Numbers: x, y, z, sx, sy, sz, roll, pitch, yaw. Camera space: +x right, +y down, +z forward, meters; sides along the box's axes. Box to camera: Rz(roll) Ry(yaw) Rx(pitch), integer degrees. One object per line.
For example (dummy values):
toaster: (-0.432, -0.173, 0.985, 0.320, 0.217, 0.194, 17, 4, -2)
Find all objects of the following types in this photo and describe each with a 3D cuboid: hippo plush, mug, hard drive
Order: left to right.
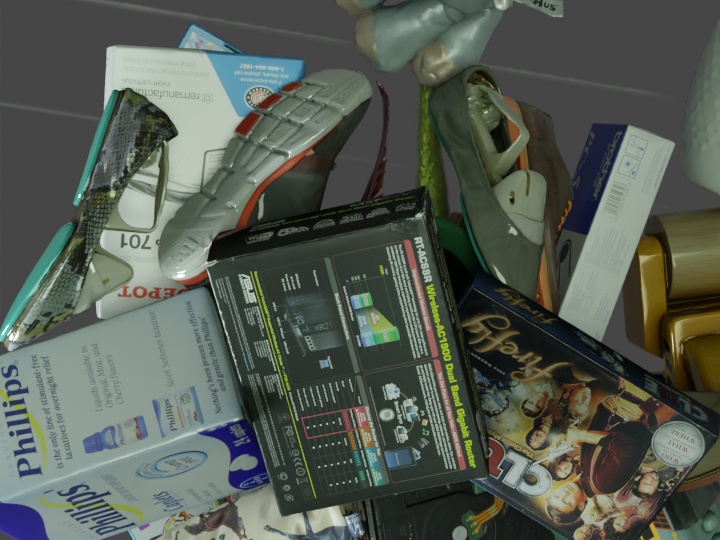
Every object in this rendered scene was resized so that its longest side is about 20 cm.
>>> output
hippo plush: (0.077, -0.214, 1.200, 0.199, 0.161, 0.160, 7, 94, -9)
hard drive: (0.097, 0.199, 1.283, 0.199, 0.038, 0.140, -13, 98, -23)
mug: (0.350, -0.122, 1.245, 0.200, 0.147, 0.176, 31, 102, 24)

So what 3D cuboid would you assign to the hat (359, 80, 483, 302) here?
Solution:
hat: (0.000, 0.000, 1.236, 0.200, 0.176, 0.166, -34, 124, -8)

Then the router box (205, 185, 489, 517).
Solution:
router box: (-0.005, 0.056, 1.090, 0.149, 0.062, 0.201, -11, 111, 9)

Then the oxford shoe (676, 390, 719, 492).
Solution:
oxford shoe: (0.205, 0.116, 1.178, 0.199, 0.071, 0.075, -15, 132, 30)

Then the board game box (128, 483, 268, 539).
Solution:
board game box: (-0.075, 0.193, 1.280, 0.199, 0.040, 0.154, -28, 99, -5)

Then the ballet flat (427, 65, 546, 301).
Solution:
ballet flat: (0.101, -0.069, 1.179, 0.064, 0.201, 0.067, -36, 143, 27)

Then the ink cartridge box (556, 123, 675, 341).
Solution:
ink cartridge box: (0.180, -0.015, 1.271, 0.044, 0.094, 0.201, 20, 92, -10)

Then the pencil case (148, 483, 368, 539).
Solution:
pencil case: (-0.089, 0.217, 1.210, 0.199, 0.078, 0.090, -24, 67, 1)

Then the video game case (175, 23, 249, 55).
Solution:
video game case: (-0.119, -0.070, 1.258, 0.143, 0.018, 0.201, 29, 91, -10)

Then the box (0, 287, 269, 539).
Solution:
box: (-0.172, 0.115, 1.162, 0.199, 0.184, 0.105, -18, 69, 1)

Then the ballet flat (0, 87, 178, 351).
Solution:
ballet flat: (-0.178, -0.027, 1.110, 0.072, 0.072, 0.201, 25, 78, -10)

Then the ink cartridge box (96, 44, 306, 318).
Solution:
ink cartridge box: (-0.121, -0.063, 1.207, 0.146, 0.086, 0.201, 3, 94, -10)

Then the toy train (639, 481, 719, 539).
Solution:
toy train: (0.240, 0.207, 1.273, 0.085, 0.114, 0.201, -39, 113, -34)

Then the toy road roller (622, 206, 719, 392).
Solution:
toy road roller: (0.288, 0.054, 1.268, 0.122, 0.146, 0.201, -7, 97, -8)

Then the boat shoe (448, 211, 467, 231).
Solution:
boat shoe: (0.051, 0.050, 1.274, 0.063, 0.073, 0.201, 31, 78, 0)

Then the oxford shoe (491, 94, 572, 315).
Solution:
oxford shoe: (0.137, -0.043, 1.243, 0.073, 0.071, 0.201, 7, 66, -29)

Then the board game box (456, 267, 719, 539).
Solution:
board game box: (0.133, 0.107, 1.143, 0.199, 0.035, 0.136, 31, 118, 0)

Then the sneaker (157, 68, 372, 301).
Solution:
sneaker: (-0.058, -0.057, 1.152, 0.200, 0.077, 0.082, -47, 130, -4)
